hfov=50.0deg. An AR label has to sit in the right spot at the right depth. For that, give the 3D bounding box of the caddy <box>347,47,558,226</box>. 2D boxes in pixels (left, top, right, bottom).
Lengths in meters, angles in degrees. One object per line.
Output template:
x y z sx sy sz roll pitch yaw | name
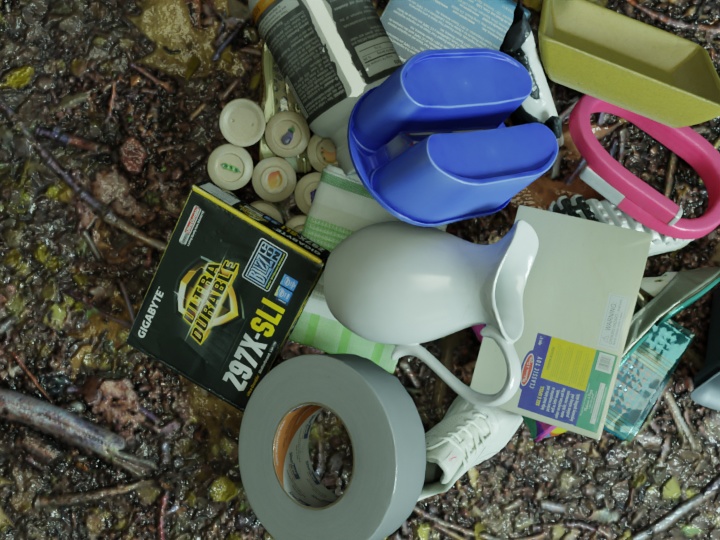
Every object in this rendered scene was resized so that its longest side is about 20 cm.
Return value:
0.082 -0.120 0.710 0.198 0.105 0.143 -12 76 -34 | caddy

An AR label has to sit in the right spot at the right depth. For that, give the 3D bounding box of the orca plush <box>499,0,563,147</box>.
0.161 -0.181 0.808 0.070 0.200 0.106 -21 71 13 | orca plush

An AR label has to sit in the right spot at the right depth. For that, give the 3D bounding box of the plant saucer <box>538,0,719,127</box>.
0.275 -0.223 0.820 0.198 0.201 0.049 22 126 1 | plant saucer

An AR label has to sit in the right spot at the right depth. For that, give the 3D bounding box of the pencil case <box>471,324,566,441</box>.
0.170 0.076 0.814 0.088 0.088 0.202 -26 71 0 | pencil case

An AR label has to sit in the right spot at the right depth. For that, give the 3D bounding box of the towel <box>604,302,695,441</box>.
0.258 0.079 0.870 0.199 0.022 0.147 34 88 2 | towel

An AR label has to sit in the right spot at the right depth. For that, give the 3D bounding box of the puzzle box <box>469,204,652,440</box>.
0.192 0.047 0.750 0.132 0.025 0.202 15 87 21 | puzzle box

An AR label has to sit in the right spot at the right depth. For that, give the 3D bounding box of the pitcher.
0.065 0.038 0.749 0.198 0.121 0.174 1 83 31 | pitcher

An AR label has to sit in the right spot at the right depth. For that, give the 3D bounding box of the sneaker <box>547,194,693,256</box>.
0.276 -0.039 0.846 0.198 0.081 0.076 -2 52 -21 | sneaker

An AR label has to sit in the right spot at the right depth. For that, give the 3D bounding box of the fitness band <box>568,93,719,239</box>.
0.313 -0.120 0.834 0.199 0.038 0.144 38 57 5 | fitness band

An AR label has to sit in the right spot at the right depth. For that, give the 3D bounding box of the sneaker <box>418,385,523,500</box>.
0.104 0.192 0.828 0.199 0.099 0.078 -39 88 -1 | sneaker

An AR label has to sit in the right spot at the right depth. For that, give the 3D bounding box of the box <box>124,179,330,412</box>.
-0.144 0.030 0.832 0.159 0.049 0.201 29 109 0 | box

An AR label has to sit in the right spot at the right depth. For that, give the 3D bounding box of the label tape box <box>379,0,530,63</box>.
0.076 -0.227 0.861 0.142 0.066 0.201 30 97 2 | label tape box

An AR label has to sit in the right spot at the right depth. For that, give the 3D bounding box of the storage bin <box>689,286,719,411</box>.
0.463 0.086 0.821 0.198 0.146 0.136 16 61 2 | storage bin

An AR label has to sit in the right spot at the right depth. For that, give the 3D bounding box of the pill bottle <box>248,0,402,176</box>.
-0.020 -0.207 0.778 0.115 0.116 0.202 -27 94 0 | pill bottle

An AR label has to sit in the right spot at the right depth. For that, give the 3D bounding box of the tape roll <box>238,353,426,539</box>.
-0.032 0.188 0.800 0.198 0.066 0.203 -4 83 32 | tape roll

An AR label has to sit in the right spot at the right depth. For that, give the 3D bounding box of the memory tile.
-0.072 -0.091 0.846 0.198 0.017 0.155 17 103 -11 | memory tile

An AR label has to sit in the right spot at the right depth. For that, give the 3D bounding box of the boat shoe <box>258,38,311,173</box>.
-0.081 -0.210 0.865 0.062 0.073 0.203 3 99 -5 | boat shoe

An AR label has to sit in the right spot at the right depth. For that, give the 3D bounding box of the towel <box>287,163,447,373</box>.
0.000 0.000 0.852 0.148 0.031 0.202 19 103 -1 | towel

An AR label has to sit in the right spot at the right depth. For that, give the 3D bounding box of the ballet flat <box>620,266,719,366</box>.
0.299 0.045 0.830 0.200 0.067 0.064 -40 76 -2 | ballet flat
